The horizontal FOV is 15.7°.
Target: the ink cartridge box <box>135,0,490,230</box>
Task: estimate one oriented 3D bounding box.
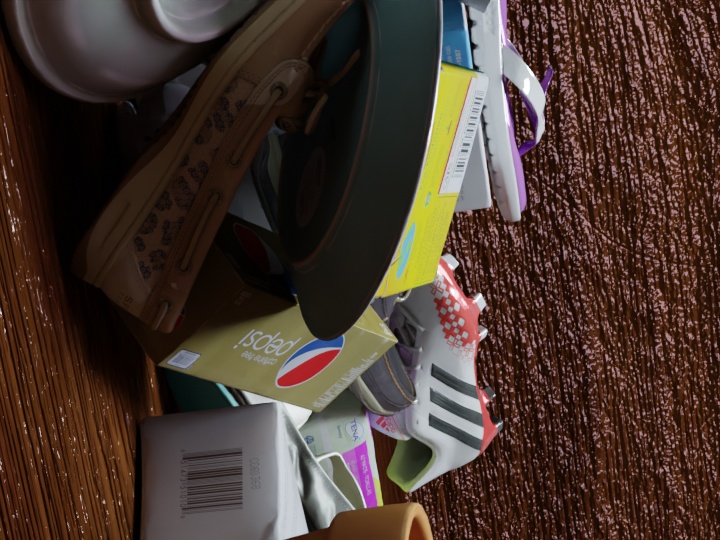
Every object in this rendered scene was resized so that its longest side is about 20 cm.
[{"bbox_3d":[-0.032,-0.123,1.587,0.146,0.199,0.147,-95,176,-47],"label":"ink cartridge box"}]

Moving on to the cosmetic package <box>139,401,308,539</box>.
[{"bbox_3d":[-0.066,0.180,1.436,0.113,0.081,0.200,-93,176,-46],"label":"cosmetic package"}]

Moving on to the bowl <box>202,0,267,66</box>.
[{"bbox_3d":[-0.086,-0.171,1.374,0.090,0.201,0.201,-52,170,-5],"label":"bowl"}]

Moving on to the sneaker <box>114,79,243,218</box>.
[{"bbox_3d":[-0.091,-0.036,1.476,0.200,0.075,0.115,60,26,-72],"label":"sneaker"}]

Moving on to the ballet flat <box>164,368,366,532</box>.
[{"bbox_3d":[-0.046,0.111,1.542,0.067,0.064,0.200,-15,-71,53],"label":"ballet flat"}]

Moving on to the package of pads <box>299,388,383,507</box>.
[{"bbox_3d":[-0.044,0.080,1.689,0.155,0.068,0.200,80,-12,-46],"label":"package of pads"}]

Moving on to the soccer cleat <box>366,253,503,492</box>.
[{"bbox_3d":[0.035,0.059,1.635,0.069,0.085,0.200,37,-26,39],"label":"soccer cleat"}]

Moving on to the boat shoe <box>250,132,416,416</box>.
[{"bbox_3d":[0.000,0.000,1.539,0.075,0.073,0.200,-106,172,-59],"label":"boat shoe"}]

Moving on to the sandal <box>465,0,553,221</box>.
[{"bbox_3d":[0.096,-0.122,1.626,0.083,0.050,0.203,-93,175,-62],"label":"sandal"}]

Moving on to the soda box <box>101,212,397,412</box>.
[{"bbox_3d":[-0.058,0.019,1.368,0.068,0.064,0.200,52,11,22],"label":"soda box"}]

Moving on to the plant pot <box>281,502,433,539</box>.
[{"bbox_3d":[-0.035,0.216,1.276,0.200,0.140,0.201,-2,90,-82],"label":"plant pot"}]

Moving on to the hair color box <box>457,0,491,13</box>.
[{"bbox_3d":[-0.003,-0.219,1.448,0.061,0.200,0.099,-64,-179,-4],"label":"hair color box"}]

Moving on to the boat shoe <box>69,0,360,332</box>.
[{"bbox_3d":[-0.058,-0.064,1.245,0.063,0.200,0.073,38,7,-1],"label":"boat shoe"}]

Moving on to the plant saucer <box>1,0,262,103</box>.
[{"bbox_3d":[-0.078,-0.162,1.194,0.200,0.050,0.200,-37,143,-34],"label":"plant saucer"}]

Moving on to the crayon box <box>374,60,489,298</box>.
[{"bbox_3d":[0.017,-0.055,1.397,0.200,0.051,0.127,-10,116,-80],"label":"crayon box"}]

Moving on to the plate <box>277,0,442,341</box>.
[{"bbox_3d":[-0.007,-0.066,1.265,0.200,0.026,0.201,-168,-90,-72],"label":"plate"}]
